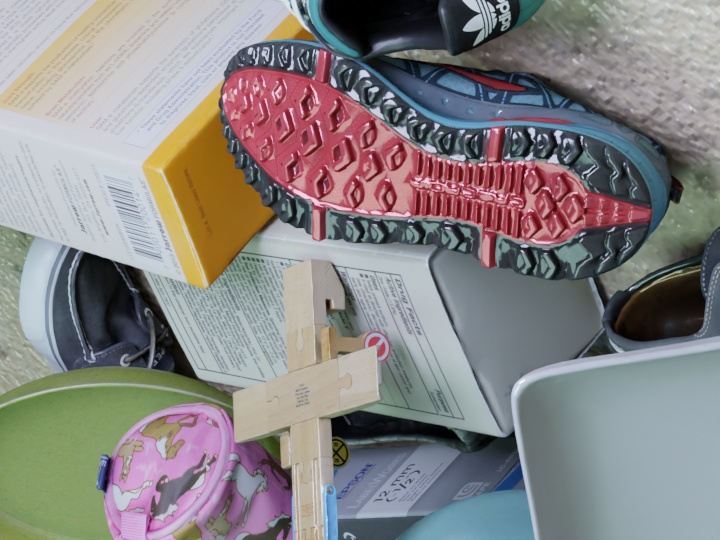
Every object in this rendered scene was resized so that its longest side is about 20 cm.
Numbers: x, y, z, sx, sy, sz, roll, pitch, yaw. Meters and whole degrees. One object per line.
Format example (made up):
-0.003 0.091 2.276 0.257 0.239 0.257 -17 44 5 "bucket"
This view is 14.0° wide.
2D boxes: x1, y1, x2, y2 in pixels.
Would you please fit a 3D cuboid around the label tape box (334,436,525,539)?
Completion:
0.051 0.160 1.484 0.200 0.066 0.143 -10 120 52 "label tape box"

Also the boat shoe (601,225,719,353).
0.166 0.010 1.167 0.068 0.072 0.200 44 150 -9 "boat shoe"

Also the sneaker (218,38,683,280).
0.037 -0.047 1.217 0.200 0.095 0.080 20 110 19 "sneaker"

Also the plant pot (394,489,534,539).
0.081 0.189 1.275 0.161 0.200 0.201 47 164 57 "plant pot"

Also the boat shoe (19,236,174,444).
-0.128 0.047 1.554 0.066 0.070 0.200 19 142 22 "boat shoe"

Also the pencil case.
-0.057 0.150 1.526 0.086 0.083 0.200 -26 138 15 "pencil case"

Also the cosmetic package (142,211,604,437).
0.000 0.000 1.329 0.200 0.087 0.104 10 133 44 "cosmetic package"

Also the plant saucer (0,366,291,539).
-0.130 0.108 1.562 0.199 0.031 0.200 -1 142 -1 "plant saucer"

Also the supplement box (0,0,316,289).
-0.114 -0.077 1.332 0.200 0.126 0.074 17 142 37 "supplement box"

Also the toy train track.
-0.010 0.096 1.249 0.115 0.032 0.201 -20 69 54 "toy train track"

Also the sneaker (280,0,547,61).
-0.012 -0.132 1.188 0.200 0.080 0.072 15 134 39 "sneaker"

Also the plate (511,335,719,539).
0.162 0.090 1.118 0.032 0.199 0.200 -102 2 -53 "plate"

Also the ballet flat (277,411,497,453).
0.004 0.060 1.426 0.200 0.057 0.067 -10 120 53 "ballet flat"
